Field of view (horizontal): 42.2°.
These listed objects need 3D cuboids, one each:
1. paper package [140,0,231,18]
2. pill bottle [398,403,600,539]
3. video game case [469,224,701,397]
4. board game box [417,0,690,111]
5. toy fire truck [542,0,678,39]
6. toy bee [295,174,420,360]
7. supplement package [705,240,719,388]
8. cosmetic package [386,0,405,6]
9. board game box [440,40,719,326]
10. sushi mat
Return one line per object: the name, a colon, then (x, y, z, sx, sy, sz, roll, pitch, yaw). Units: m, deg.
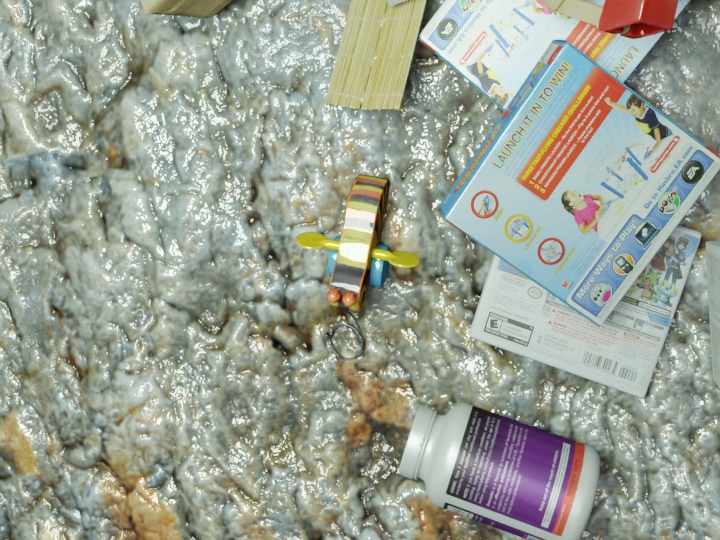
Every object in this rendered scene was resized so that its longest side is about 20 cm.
paper package: (-0.164, -0.389, 0.955, 0.189, 0.103, 0.203, -24, 83, 34)
pill bottle: (0.145, 0.212, 0.986, 0.197, 0.112, 0.114, 18, 99, 9)
video game case: (0.236, 0.016, 0.994, 0.197, 0.022, 0.185, 19, 100, 10)
board game box: (0.195, -0.255, 0.956, 0.195, 0.056, 0.201, 41, 102, 5)
toy fire truck: (0.197, -0.286, 0.845, 0.199, 0.048, 0.144, 19, 106, 52)
toy bee: (0.000, 0.000, 0.998, 0.129, 0.109, 0.204, -10, 94, 11)
supplement package: (0.416, 0.049, 0.866, 0.149, 0.200, 0.154, -4, 95, 13)
cosmetic package: (0.044, -0.385, 0.939, 0.100, 0.071, 0.203, -17, 75, 13)
board game box: (0.213, -0.084, 0.913, 0.194, 0.056, 0.201, 33, 103, -10)
sushi mat: (0.024, -0.264, 0.977, 0.094, 0.012, 0.203, 11, 85, 30)
